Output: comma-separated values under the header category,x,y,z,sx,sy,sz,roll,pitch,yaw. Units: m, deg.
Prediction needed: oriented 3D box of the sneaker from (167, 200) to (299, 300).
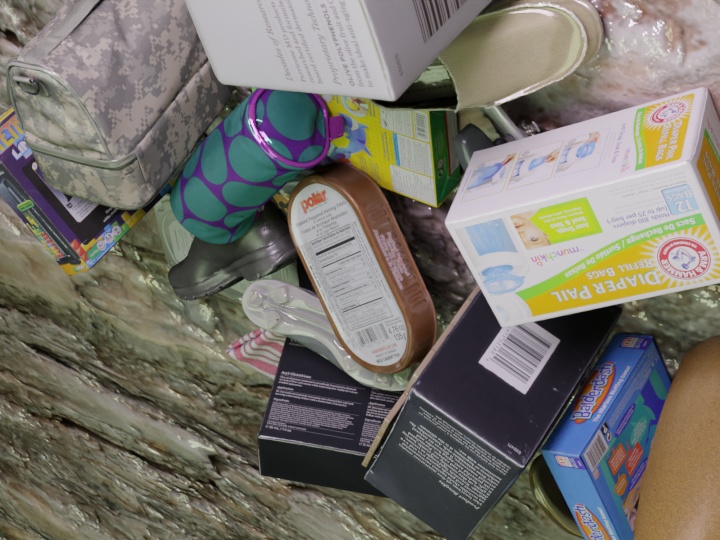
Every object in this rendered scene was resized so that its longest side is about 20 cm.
category,x,y,z,sx,sy,sz,roll,pitch,yaw
sneaker,-0.138,-0.029,1.425,0.199,0.076,0.091,-20,99,44

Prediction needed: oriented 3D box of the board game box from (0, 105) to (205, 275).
category,x,y,z,sx,sy,sz,roll,pitch,yaw
board game box,-0.270,-0.122,1.380,0.166,0.200,0.057,52,147,-17

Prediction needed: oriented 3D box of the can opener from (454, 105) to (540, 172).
category,x,y,z,sx,sy,sz,roll,pitch,yaw
can opener,0.081,-0.146,1.116,0.200,0.066,0.053,53,173,-12

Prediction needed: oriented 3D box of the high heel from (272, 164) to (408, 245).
category,x,y,z,sx,sy,sz,roll,pitch,yaw
high heel,-0.026,-0.033,1.373,0.142,0.071,0.201,18,142,46

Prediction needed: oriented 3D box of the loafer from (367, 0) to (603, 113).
category,x,y,z,sx,sy,sz,roll,pitch,yaw
loafer,0.087,-0.156,1.048,0.199,0.068,0.076,-13,116,24

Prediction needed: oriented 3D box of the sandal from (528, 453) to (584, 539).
category,x,y,z,sx,sy,sz,roll,pitch,yaw
sandal,0.258,0.252,1.410,0.200,0.080,0.054,41,132,-4

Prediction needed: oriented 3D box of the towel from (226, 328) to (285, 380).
category,x,y,z,sx,sy,sz,roll,pitch,yaw
towel,-0.052,0.105,1.545,0.146,0.030,0.200,33,149,-20

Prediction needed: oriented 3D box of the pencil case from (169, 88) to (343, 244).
category,x,y,z,sx,sy,sz,roll,pitch,yaw
pencil case,-0.100,-0.097,1.256,0.092,0.086,0.200,11,156,-25

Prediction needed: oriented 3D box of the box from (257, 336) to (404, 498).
category,x,y,z,sx,sy,sz,roll,pitch,yaw
box,0.006,0.153,1.423,0.199,0.142,0.079,10,141,6

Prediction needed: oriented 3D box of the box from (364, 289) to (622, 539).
category,x,y,z,sx,sy,sz,roll,pitch,yaw
box,0.121,0.116,1.268,0.123,0.200,0.199,35,148,7

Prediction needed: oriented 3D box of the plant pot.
category,x,y,z,sx,sy,sz,roll,pitch,yaw
plant pot,0.314,0.191,1.160,0.186,0.200,0.187,26,145,20

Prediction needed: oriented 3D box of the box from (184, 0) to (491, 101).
category,x,y,z,sx,sy,sz,roll,pitch,yaw
box,-0.016,-0.257,0.960,0.171,0.199,0.201,11,136,38

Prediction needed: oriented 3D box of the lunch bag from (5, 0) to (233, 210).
category,x,y,z,sx,sy,sz,roll,pitch,yaw
lunch bag,-0.224,-0.184,1.267,0.139,0.200,0.168,18,145,26

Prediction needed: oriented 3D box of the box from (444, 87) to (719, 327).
category,x,y,z,sx,sy,sz,roll,pitch,yaw
box,0.184,-0.045,1.050,0.199,0.102,0.113,-14,121,31

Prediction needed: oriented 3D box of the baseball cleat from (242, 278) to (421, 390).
category,x,y,z,sx,sy,sz,roll,pitch,yaw
baseball cleat,-0.020,0.058,1.382,0.199,0.070,0.106,28,-173,13

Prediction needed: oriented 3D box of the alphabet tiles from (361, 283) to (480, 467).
category,x,y,z,sx,sy,sz,roll,pitch,yaw
alphabet tiles,0.065,0.091,1.292,0.008,0.200,0.167,34,147,8

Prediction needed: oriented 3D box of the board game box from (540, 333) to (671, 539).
category,x,y,z,sx,sy,sz,roll,pitch,yaw
board game box,0.250,0.182,1.258,0.045,0.152,0.201,3,131,43

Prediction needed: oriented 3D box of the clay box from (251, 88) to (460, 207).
category,x,y,z,sx,sy,sz,roll,pitch,yaw
clay box,-0.008,-0.140,1.232,0.199,0.048,0.115,24,144,27

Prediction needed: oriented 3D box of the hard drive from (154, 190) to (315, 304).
category,x,y,z,sx,sy,sz,roll,pitch,yaw
hard drive,-0.138,-0.019,1.521,0.199,0.038,0.140,25,145,22

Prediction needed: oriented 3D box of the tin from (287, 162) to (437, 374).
category,x,y,z,sx,sy,sz,roll,pitch,yaw
tin,0.000,0.000,1.258,0.112,0.042,0.201,-22,94,45
